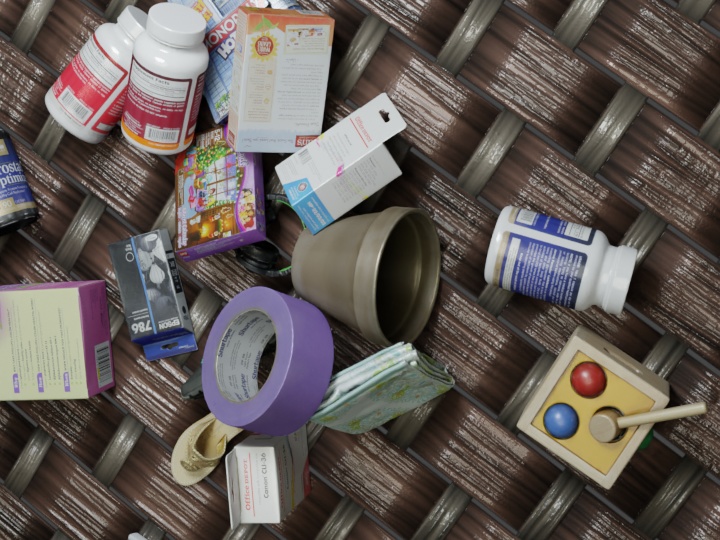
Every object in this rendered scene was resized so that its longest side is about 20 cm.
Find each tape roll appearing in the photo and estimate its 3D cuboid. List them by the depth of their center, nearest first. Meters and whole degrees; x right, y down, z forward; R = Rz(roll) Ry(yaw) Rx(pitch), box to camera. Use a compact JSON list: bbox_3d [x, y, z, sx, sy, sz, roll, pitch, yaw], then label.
[{"bbox_3d":[-0.136,0.131,1.609,0.198,0.084,0.204,-21,60,40],"label":"tape roll"}]

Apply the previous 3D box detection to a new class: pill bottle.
[{"bbox_3d":[0.282,-0.011,1.573,0.197,0.116,0.118,17,101,13],"label":"pill bottle"},{"bbox_3d":[-0.285,-0.283,1.647,0.112,0.113,0.202,28,127,11],"label":"pill bottle"},{"bbox_3d":[-0.387,-0.304,1.727,0.112,0.112,0.200,46,105,6],"label":"pill bottle"},{"bbox_3d":[-0.604,-0.160,1.805,0.110,0.112,0.203,-21,91,17],"label":"pill bottle"}]

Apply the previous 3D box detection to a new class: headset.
[{"bbox_3d":[-0.167,-0.052,1.704,0.196,0.094,0.126,-1,96,23],"label":"headset"}]

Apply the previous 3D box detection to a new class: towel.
[{"bbox_3d":[0.026,0.180,1.640,0.198,0.171,0.049,-28,61,16],"label":"towel"}]

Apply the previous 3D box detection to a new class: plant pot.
[{"bbox_3d":[0.000,0.000,1.631,0.171,0.199,0.204,10,99,31],"label":"plant pot"}]

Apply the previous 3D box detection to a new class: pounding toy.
[{"bbox_3d":[0.351,0.193,1.563,0.198,0.142,0.186,33,104,10],"label":"pounding toy"}]

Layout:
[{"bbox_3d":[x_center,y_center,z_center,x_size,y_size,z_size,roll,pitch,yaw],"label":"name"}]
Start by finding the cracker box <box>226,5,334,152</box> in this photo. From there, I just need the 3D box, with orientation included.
[{"bbox_3d":[-0.118,-0.275,1.628,0.132,0.058,0.203,-1,114,-23],"label":"cracker box"}]

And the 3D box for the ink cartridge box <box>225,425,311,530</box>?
[{"bbox_3d":[-0.136,0.307,1.682,0.066,0.200,0.119,-4,96,16],"label":"ink cartridge box"}]

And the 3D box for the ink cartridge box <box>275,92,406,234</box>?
[{"bbox_3d":[-0.017,-0.157,1.623,0.198,0.116,0.068,-34,128,5],"label":"ink cartridge box"}]

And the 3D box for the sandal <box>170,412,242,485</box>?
[{"bbox_3d":[-0.243,0.270,1.775,0.211,0.070,0.078,-44,84,16],"label":"sandal"}]

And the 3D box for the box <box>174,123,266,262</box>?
[{"bbox_3d":[-0.214,-0.124,1.687,0.135,0.039,0.203,-15,60,16],"label":"box"}]

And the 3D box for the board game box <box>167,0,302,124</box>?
[{"bbox_3d":[-0.191,-0.364,1.692,0.199,0.062,0.201,-37,87,16],"label":"board game box"}]

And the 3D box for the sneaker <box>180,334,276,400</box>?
[{"bbox_3d":[-0.208,0.128,1.757,0.199,0.075,0.080,-37,77,8],"label":"sneaker"}]

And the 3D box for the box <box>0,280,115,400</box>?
[{"bbox_3d":[-0.514,0.113,1.820,0.196,0.097,0.180,-3,96,15],"label":"box"}]

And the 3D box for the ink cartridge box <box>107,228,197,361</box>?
[{"bbox_3d":[-0.333,0.042,1.791,0.098,0.039,0.204,-15,93,16],"label":"ink cartridge box"}]

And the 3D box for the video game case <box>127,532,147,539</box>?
[{"bbox_3d":[-0.327,0.554,1.819,0.198,0.023,0.185,22,103,36],"label":"video game case"}]
